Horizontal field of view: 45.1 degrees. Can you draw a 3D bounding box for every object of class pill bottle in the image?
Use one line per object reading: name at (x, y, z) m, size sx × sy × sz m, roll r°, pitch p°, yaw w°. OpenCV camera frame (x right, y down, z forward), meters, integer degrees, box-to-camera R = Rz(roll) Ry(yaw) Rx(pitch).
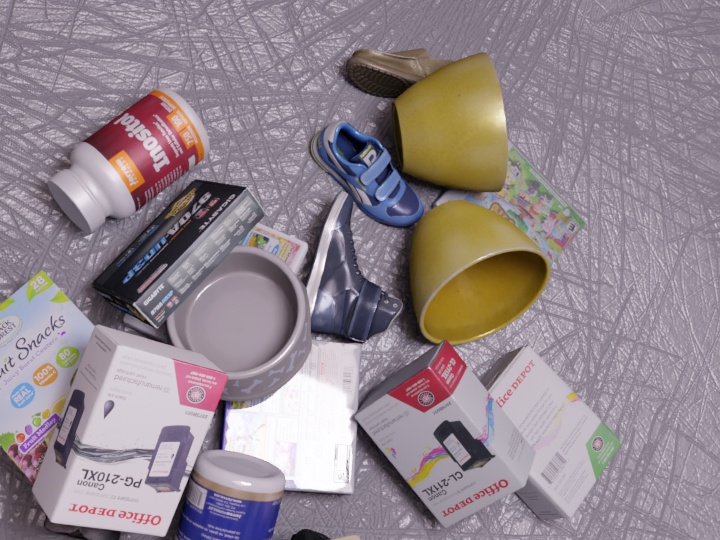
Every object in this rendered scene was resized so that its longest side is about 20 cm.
pill bottle at (-0.306, -0.143, 1.146) m, size 0.113 × 0.113 × 0.200 m, roll 47°, pitch 67°, yaw -1°
pill bottle at (-0.166, 0.328, 1.035) m, size 0.114 × 0.116 × 0.203 m, roll 14°, pitch 92°, yaw -14°

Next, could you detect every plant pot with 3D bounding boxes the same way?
plant pot at (0.147, -0.013, 1.227) m, size 0.197 × 0.201 × 0.143 m, roll -12°, pitch 53°, yaw -21°
plant pot at (0.122, -0.206, 1.262) m, size 0.140 × 0.200 × 0.203 m, roll -8°, pitch 77°, yaw -3°

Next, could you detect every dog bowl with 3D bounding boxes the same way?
dog bowl at (-0.155, 0.059, 1.097) m, size 0.197 × 0.059 × 0.203 m, roll 1°, pitch 67°, yaw -1°

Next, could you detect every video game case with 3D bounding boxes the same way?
video game case at (0.236, -0.088, 1.360) m, size 0.200 × 0.022 × 0.182 m, roll 46°, pitch 67°, yaw -2°
video game case at (-0.094, 0.191, 1.157) m, size 0.178 × 0.045 × 0.203 m, roll 8°, pitch 72°, yaw -15°
video game case at (-0.191, 0.018, 1.159) m, size 0.180 × 0.024 × 0.202 m, roll 22°, pitch 68°, yaw 8°

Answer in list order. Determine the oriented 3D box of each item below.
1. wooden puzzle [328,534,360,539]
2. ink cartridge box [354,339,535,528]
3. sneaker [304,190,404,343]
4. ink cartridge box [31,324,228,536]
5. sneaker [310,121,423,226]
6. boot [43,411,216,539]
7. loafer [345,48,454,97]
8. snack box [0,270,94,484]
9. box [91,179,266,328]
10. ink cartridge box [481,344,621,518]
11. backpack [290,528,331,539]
wooden puzzle at (-0.073, 0.413, 0.982) m, size 0.197 × 0.037 × 0.188 m, roll -4°, pitch 76°, yaw -25°
ink cartridge box at (0.113, 0.218, 1.149) m, size 0.201 × 0.145 × 0.083 m, roll 51°, pitch 30°, yaw -4°
sneaker at (0.000, 0.001, 1.218) m, size 0.144 × 0.077 × 0.205 m, roll 15°, pitch 80°, yaw -2°
ink cartridge box at (-0.257, 0.182, 0.969) m, size 0.144 × 0.084 × 0.203 m, roll 21°, pitch 91°, yaw -38°
sneaker at (0.016, -0.141, 1.270) m, size 0.199 × 0.082 × 0.074 m, roll 39°, pitch 65°, yaw -7°
boot at (-0.281, 0.238, 1.068) m, size 0.162 × 0.066 × 0.203 m, roll 14°, pitch 65°, yaw -1°
loafer at (0.068, -0.308, 1.343) m, size 0.197 × 0.076 × 0.069 m, roll 11°, pitch 70°, yaw -26°
snack box at (-0.378, 0.130, 1.038) m, size 0.200 × 0.068 × 0.169 m, roll 41°, pitch 72°, yaw 15°
box at (-0.231, -0.027, 1.090) m, size 0.200 × 0.158 × 0.046 m, roll -49°, pitch 122°, yaw -18°
ink cartridge box at (0.249, 0.230, 1.239) m, size 0.200 × 0.087 × 0.145 m, roll 46°, pitch 66°, yaw -3°
backpack at (-0.060, 0.450, 1.056) m, size 0.162 × 0.154 × 0.202 m, roll 31°, pitch 48°, yaw -13°
